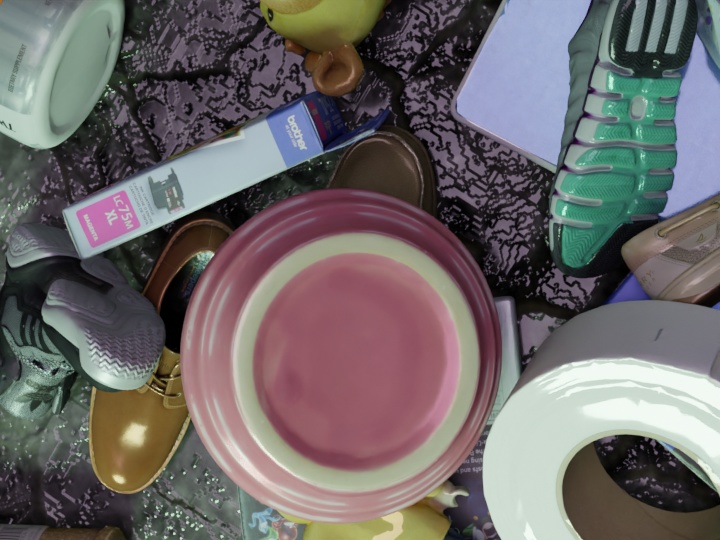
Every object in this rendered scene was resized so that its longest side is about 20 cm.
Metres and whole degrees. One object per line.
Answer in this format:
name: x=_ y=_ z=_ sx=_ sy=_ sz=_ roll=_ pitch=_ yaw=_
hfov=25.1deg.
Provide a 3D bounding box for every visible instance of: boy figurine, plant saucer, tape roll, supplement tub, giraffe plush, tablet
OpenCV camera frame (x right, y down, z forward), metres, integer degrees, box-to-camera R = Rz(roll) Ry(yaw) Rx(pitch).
boy figurine: x=0.011 y=0.174 z=1.026 sx=0.199 sy=0.064 sz=0.125 roll=34 pitch=94 yaw=8
plant saucer: x=-0.006 y=0.052 z=0.963 sx=0.198 sy=0.051 sz=0.203 roll=-1 pitch=93 yaw=-13
tape roll: x=0.176 y=0.120 z=0.961 sx=0.200 sy=0.071 sz=0.204 roll=13 pitch=122 yaw=21
supplement tub: x=-0.264 y=-0.173 z=1.056 sx=0.198 sy=0.122 sz=0.124 roll=25 pitch=96 yaw=8
giraffe plush: x=-0.010 y=-0.211 z=1.010 sx=0.162 sy=0.173 sz=0.200 roll=-41 pitch=117 yaw=19
tablet: x=0.170 y=-0.112 z=1.035 sx=0.199 sy=0.014 sz=0.131 roll=29 pitch=97 yaw=9

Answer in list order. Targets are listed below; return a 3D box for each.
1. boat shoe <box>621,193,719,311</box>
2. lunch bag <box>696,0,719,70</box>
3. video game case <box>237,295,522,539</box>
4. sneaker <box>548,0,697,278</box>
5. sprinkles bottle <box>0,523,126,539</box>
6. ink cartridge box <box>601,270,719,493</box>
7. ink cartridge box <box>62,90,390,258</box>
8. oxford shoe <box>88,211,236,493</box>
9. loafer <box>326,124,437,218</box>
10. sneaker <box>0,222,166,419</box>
boat shoe: x=0.250 y=-0.045 z=0.981 sx=0.199 sy=0.072 sz=0.065 roll=-33 pitch=72 yaw=-7
lunch bag: x=0.283 y=-0.167 z=0.939 sx=0.168 sy=0.127 sz=0.201 roll=-26 pitch=51 yaw=4
video game case: x=0.013 y=0.118 z=1.068 sx=0.198 sy=0.023 sz=0.184 roll=-6 pitch=91 yaw=10
sneaker: x=0.156 y=-0.097 z=1.009 sx=0.074 sy=0.088 sz=0.202 roll=6 pitch=116 yaw=-16
sprinkles bottle: x=-0.259 y=0.205 z=1.096 sx=0.198 sy=0.068 sz=0.069 roll=0 pitch=92 yaw=10
ink cartridge box: x=0.231 y=0.083 z=1.015 sx=0.200 sy=0.044 sz=0.094 roll=40 pitch=97 yaw=7
ink cartridge box: x=-0.081 y=-0.070 z=1.026 sx=0.198 sy=0.119 sz=0.042 roll=-21 pitch=97 yaw=10
oxford shoe: x=-0.133 y=0.062 z=1.059 sx=0.071 sy=0.071 sz=0.202 roll=18 pitch=105 yaw=-11
loafer: x=0.000 y=0.000 z=1.028 sx=0.075 sy=0.067 sz=0.202 roll=10 pitch=79 yaw=11
sneaker: x=-0.190 y=0.054 z=1.037 sx=0.075 sy=0.200 sz=0.115 roll=14 pitch=107 yaw=-32
